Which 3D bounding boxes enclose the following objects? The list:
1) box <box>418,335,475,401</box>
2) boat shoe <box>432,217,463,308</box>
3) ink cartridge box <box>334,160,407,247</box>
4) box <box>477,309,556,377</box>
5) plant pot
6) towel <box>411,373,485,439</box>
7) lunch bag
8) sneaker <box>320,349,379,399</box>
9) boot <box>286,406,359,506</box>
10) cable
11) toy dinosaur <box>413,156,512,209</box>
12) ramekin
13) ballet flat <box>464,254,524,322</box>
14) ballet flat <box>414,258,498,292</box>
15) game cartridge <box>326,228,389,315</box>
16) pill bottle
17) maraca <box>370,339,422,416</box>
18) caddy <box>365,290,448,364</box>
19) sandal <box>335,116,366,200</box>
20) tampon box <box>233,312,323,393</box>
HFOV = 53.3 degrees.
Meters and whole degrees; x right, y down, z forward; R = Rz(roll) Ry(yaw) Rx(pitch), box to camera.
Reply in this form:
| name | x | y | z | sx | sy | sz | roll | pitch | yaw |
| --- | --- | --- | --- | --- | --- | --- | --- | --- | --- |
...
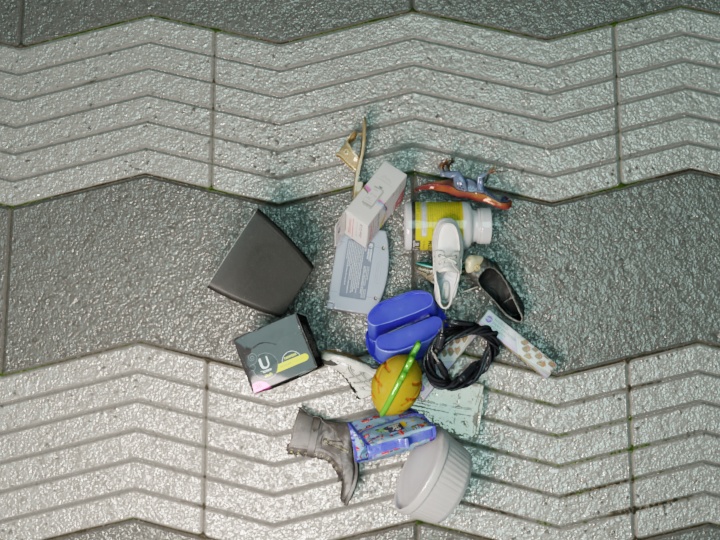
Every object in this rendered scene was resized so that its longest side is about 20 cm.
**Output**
| name | x | y | z | sx | sy | sz | roll | pitch | yaw |
| --- | --- | --- | --- | --- | --- | --- | --- | --- | --- |
| box | 0.191 | 0.208 | 1.634 | 0.039 | 0.042 | 0.200 | 38 | 73 | 14 |
| boat shoe | 0.195 | -0.013 | 1.590 | 0.070 | 0.069 | 0.203 | -1 | 106 | 5 |
| ink cartridge box | 0.022 | -0.135 | 1.636 | 0.067 | 0.117 | 0.201 | 34 | 71 | 12 |
| box | 0.358 | 0.168 | 1.648 | 0.199 | 0.041 | 0.039 | 39 | 86 | 5 |
| plant pot | -0.216 | 0.000 | 1.628 | 0.176 | 0.200 | 0.201 | 34 | 85 | -8 |
| towel | 0.184 | 0.309 | 1.649 | 0.197 | 0.034 | 0.135 | 10 | 83 | 4 |
| lunch bag | 0.070 | 0.358 | 1.517 | 0.148 | 0.200 | 0.096 | -12 | 87 | -13 |
| sneaker | -0.006 | 0.245 | 1.623 | 0.198 | 0.076 | 0.089 | 23 | 92 | -14 |
| boot | -0.085 | 0.421 | 1.633 | 0.171 | 0.069 | 0.203 | 6 | 74 | 3 |
| cable | 0.231 | 0.191 | 1.589 | 0.198 | 0.051 | 0.166 | 10 | 100 | -33 |
| toy dinosaur | 0.259 | -0.186 | 1.675 | 0.200 | 0.105 | 0.182 | -42 | 79 | 11 |
| ramekin | 0.161 | 0.450 | 1.559 | 0.093 | 0.202 | 0.204 | 31 | 85 | -7 |
| ballet flat | 0.310 | 0.038 | 1.629 | 0.066 | 0.057 | 0.200 | -42 | 107 | 10 |
| ballet flat | 0.224 | 0.015 | 1.669 | 0.196 | 0.068 | 0.077 | -3 | 99 | 0 |
| game cartridge | 0.000 | 0.000 | 1.689 | 0.131 | 0.041 | 0.203 | 9 | 84 | 6 |
| pill bottle | 0.199 | -0.103 | 1.655 | 0.196 | 0.111 | 0.113 | -1 | 84 | 2 |
| maraca | 0.084 | 0.232 | 1.534 | 0.106 | 0.201 | 0.138 | 25 | 42 | 2 |
| caddy | 0.105 | 0.136 | 1.637 | 0.197 | 0.105 | 0.143 | -19 | 62 | -1 |
| sandal | -0.026 | -0.260 | 1.697 | 0.068 | 0.078 | 0.216 | 3 | 89 | -4 |
| tampon box | -0.175 | 0.184 | 1.591 | 0.148 | 0.200 | 0.128 | -23 | 83 | 0 |
